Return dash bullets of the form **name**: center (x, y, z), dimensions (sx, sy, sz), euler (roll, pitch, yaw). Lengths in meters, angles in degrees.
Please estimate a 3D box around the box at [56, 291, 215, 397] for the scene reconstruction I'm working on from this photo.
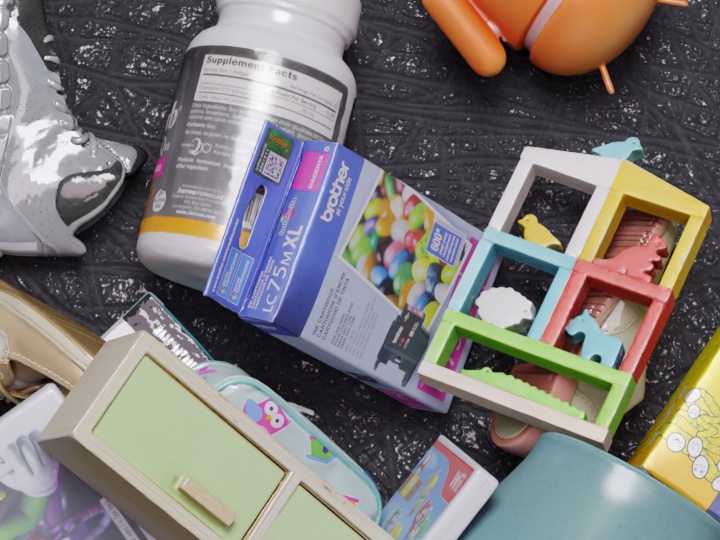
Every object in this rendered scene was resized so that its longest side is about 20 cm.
- **box**: center (-0.178, 0.114, 1.314), dimensions (0.200, 0.049, 0.082), euler (-43, 83, -8)

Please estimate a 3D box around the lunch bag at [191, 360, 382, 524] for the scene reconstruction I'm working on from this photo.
- **lunch bag**: center (-0.095, 0.161, 1.269), dimensions (0.160, 0.077, 0.200), euler (42, 83, -16)

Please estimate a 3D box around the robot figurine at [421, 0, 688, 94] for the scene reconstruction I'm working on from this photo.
- **robot figurine**: center (0.112, -0.206, 1.347), dimensions (0.200, 0.117, 0.144), euler (40, 42, 7)

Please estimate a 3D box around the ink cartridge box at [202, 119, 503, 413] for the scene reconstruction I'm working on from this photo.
- **ink cartridge box**: center (0.000, 0.000, 1.281), dimensions (0.199, 0.042, 0.120), euler (29, 77, -38)

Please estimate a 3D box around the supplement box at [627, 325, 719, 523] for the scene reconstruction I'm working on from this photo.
- **supplement box**: center (0.265, 0.078, 1.295), dimensions (0.108, 0.110, 0.201), euler (34, 81, 6)

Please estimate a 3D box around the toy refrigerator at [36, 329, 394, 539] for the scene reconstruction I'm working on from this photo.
- **toy refrigerator**: center (-0.080, 0.128, 1.184), dimensions (0.200, 0.070, 0.076), euler (42, 66, -16)

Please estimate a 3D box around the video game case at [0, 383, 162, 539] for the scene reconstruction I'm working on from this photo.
- **video game case**: center (-0.197, 0.199, 1.197), dimensions (0.181, 0.023, 0.201), euler (-35, 100, -6)

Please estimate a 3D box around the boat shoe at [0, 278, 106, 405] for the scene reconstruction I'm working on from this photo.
- **boat shoe**: center (-0.219, 0.050, 1.289), dimensions (0.199, 0.074, 0.070), euler (27, 86, 42)

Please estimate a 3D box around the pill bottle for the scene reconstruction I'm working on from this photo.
- **pill bottle**: center (-0.067, -0.087, 1.322), dimensions (0.115, 0.116, 0.202), euler (13, 78, 2)

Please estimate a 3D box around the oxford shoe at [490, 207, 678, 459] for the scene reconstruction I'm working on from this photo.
- **oxford shoe**: center (0.157, 0.046, 1.334), dimensions (0.074, 0.071, 0.201), euler (39, 75, -24)

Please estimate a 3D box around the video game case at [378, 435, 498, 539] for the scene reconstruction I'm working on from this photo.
- **video game case**: center (0.004, 0.191, 1.243), dimensions (0.017, 0.143, 0.200), euler (39, 88, -7)

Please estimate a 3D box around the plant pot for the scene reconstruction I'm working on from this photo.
- **plant pot**: center (0.121, 0.207, 1.220), dimensions (0.199, 0.200, 0.189), euler (30, 82, 5)

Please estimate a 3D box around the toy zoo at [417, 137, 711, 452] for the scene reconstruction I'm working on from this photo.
- **toy zoo**: center (0.135, 0.002, 1.294), dimensions (0.130, 0.020, 0.201), euler (20, 72, 23)

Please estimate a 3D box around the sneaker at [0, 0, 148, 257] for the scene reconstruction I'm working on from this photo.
- **sneaker**: center (-0.194, -0.103, 1.352), dimensions (0.114, 0.075, 0.202), euler (6, 89, -4)
